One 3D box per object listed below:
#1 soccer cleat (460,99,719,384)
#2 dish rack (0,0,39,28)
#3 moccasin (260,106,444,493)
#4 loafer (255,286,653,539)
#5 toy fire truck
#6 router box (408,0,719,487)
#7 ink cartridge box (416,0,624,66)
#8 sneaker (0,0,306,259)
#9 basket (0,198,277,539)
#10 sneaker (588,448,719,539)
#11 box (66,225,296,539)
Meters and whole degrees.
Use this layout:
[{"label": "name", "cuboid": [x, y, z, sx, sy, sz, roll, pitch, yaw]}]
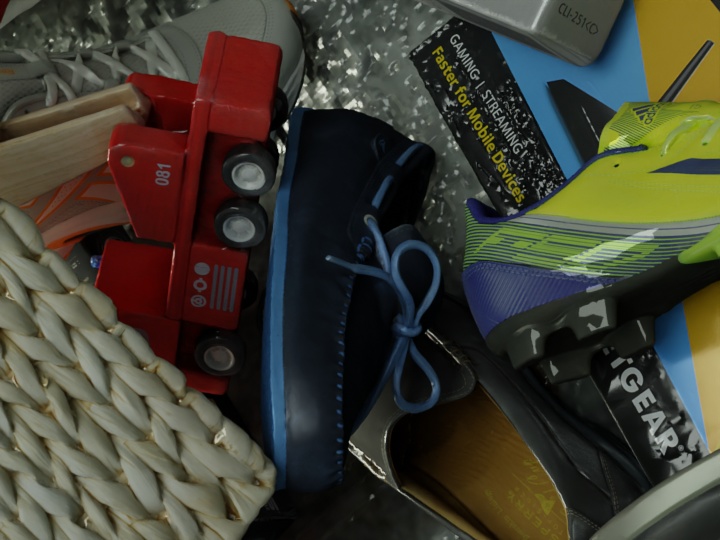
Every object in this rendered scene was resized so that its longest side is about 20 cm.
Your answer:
[{"label": "soccer cleat", "cuboid": [0.120, -0.033, 0.775, 0.199, 0.065, 0.084, -26, 65, 22]}, {"label": "dish rack", "cuboid": [-0.190, -0.092, 0.933, 0.171, 0.200, 0.044, -28, 98, 46]}, {"label": "moccasin", "cuboid": [0.000, 0.000, 0.840, 0.068, 0.201, 0.081, 6, 132, -1]}, {"label": "loafer", "cuboid": [0.031, 0.055, 0.871, 0.199, 0.072, 0.073, 32, 102, 28]}, {"label": "toy fire truck", "cuboid": [-0.100, -0.046, 0.857, 0.140, 0.049, 0.201, 10, 130, -2]}, {"label": "router box", "cuboid": [0.126, -0.041, 0.838, 0.149, 0.051, 0.201, -37, 67, 21]}, {"label": "ink cartridge box", "cuboid": [0.044, -0.191, 0.870, 0.199, 0.045, 0.177, 27, 92, 40]}, {"label": "sneaker", "cuboid": [-0.114, -0.061, 0.919, 0.199, 0.092, 0.076, -34, 47, -4]}, {"label": "basket", "cuboid": [-0.169, 0.055, 0.771, 0.161, 0.198, 0.200, -50, 30, -14]}, {"label": "sneaker", "cuboid": [0.178, 0.095, 0.759, 0.199, 0.075, 0.107, -22, 77, 2]}, {"label": "box", "cuboid": [-0.143, 0.100, 0.978, 0.200, 0.043, 0.161, -42, 68, 19]}]
